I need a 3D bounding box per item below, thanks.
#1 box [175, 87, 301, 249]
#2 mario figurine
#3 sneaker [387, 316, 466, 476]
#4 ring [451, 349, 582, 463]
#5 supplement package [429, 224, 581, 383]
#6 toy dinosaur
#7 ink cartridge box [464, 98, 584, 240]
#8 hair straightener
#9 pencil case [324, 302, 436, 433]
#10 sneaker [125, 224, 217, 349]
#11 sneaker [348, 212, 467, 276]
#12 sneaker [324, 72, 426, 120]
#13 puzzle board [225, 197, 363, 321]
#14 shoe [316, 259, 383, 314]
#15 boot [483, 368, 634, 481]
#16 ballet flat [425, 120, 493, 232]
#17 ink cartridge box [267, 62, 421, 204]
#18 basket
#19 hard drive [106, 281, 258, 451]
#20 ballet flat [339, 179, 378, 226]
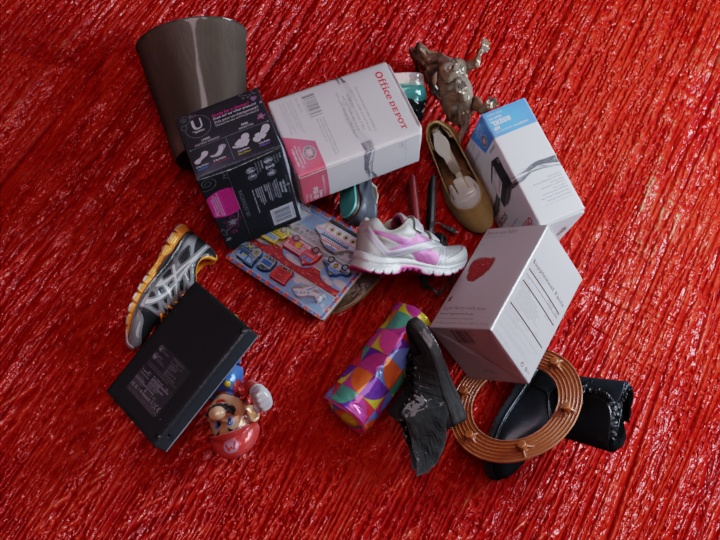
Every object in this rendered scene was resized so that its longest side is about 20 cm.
[{"bbox_3d":[-0.173,-0.146,1.247,0.131,0.201,0.116,-22,64,-6],"label":"box"},{"bbox_3d":[-0.195,0.162,1.197,0.105,0.123,0.203,2,63,-34],"label":"mario figurine"},{"bbox_3d":[0.080,0.176,1.203,0.103,0.060,0.202,-26,100,-10],"label":"sneaker"},{"bbox_3d":[0.219,0.186,1.226,0.198,0.019,0.202,-18,39,15],"label":"ring"},{"bbox_3d":[0.215,0.046,1.254,0.120,0.120,0.201,50,58,-28],"label":"supplement package"},{"bbox_3d":[0.153,-0.292,1.402,0.085,0.135,0.203,-3,76,-27],"label":"toy dinosaur"},{"bbox_3d":[0.251,-0.141,1.344,0.083,0.145,0.202,-21,75,-13],"label":"ink cartridge box"},{"bbox_3d":[0.121,-0.058,1.354,0.076,0.041,0.203,-2,71,-8],"label":"hair straightener"},{"bbox_3d":[0.032,0.140,1.255,0.088,0.089,0.201,37,68,6],"label":"pencil case"},{"bbox_3d":[-0.281,0.030,1.256,0.077,0.078,0.202,28,70,-6],"label":"sneaker"},{"bbox_3d":[0.077,-0.039,1.257,0.197,0.081,0.090,1,92,-33],"label":"sneaker"},{"bbox_3d":[0.011,-0.272,1.398,0.197,0.071,0.081,-6,87,1],"label":"sneaker"},{"bbox_3d":[-0.087,-0.029,1.295,0.199,0.017,0.151,30,69,25],"label":"puzzle board"},{"bbox_3d":[0.000,0.000,1.316,0.199,0.053,0.070,-37,95,-9],"label":"shoe"},{"bbox_3d":[0.284,0.227,1.216,0.167,0.077,0.201,12,58,39],"label":"boot"},{"bbox_3d":[0.152,-0.153,1.376,0.068,0.063,0.202,-29,72,13],"label":"ballet flat"},{"bbox_3d":[-0.023,-0.208,1.292,0.197,0.083,0.148,-20,65,-8],"label":"ink cartridge box"},{"bbox_3d":[-0.248,-0.270,1.336,0.177,0.136,0.203,-12,76,-4],"label":"basket"},{"bbox_3d":[-0.250,0.129,1.192,0.139,0.033,0.201,35,83,36],"label":"hard drive"},{"bbox_3d":[-0.005,-0.150,1.357,0.072,0.073,0.202,-2,56,-8],"label":"ballet flat"}]
